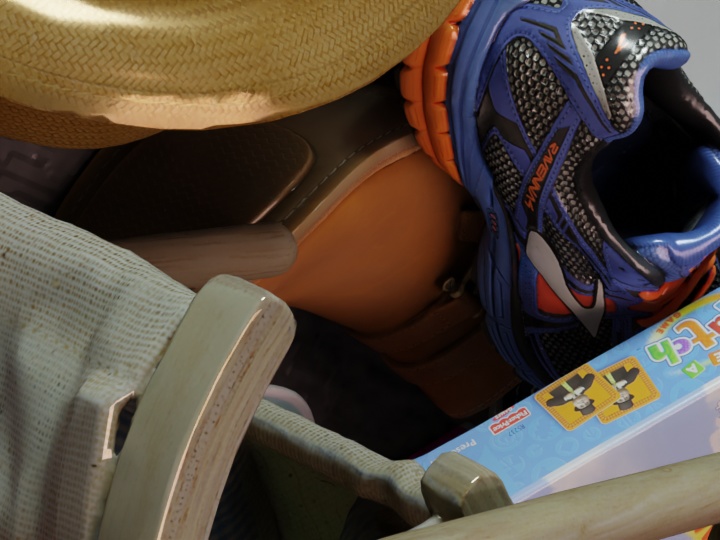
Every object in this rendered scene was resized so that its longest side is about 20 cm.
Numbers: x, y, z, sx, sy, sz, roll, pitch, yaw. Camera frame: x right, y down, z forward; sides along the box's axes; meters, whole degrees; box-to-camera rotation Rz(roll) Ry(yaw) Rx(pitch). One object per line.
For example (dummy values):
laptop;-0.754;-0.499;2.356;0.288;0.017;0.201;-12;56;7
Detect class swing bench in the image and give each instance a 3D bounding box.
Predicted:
swing bench;-0.043;0.052;0.577;0.200;0.199;0.130;16;95;-46

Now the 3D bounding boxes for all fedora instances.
fedora;-0.065;-0.092;0.619;0.200;0.201;0.082;-19;152;-34

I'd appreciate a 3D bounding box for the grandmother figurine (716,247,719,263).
grandmother figurine;0.182;0.017;0.897;0.200;0.121;0.061;3;115;-9

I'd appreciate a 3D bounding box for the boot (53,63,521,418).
boot;0.000;0.000;0.802;0.200;0.074;0.155;-42;140;-12

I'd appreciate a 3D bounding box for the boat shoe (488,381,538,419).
boat shoe;0.137;0.081;0.893;0.076;0.200;0.060;-62;177;-18

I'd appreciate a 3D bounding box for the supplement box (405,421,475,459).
supplement box;0.041;0.170;0.920;0.101;0.103;0.200;-29;133;-26

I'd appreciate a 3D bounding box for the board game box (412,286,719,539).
board game box;0.122;0.063;0.793;0.200;0.037;0.151;-29;136;-8

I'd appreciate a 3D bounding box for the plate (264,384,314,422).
plate;-0.093;0.102;0.775;0.200;0.026;0.200;-40;158;-19

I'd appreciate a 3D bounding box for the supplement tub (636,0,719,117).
supplement tub;0.193;-0.080;0.875;0.200;0.145;0.145;6;110;-45

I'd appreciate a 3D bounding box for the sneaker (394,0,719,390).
sneaker;0.075;-0.012;0.765;0.075;0.078;0.200;-54;142;-16
